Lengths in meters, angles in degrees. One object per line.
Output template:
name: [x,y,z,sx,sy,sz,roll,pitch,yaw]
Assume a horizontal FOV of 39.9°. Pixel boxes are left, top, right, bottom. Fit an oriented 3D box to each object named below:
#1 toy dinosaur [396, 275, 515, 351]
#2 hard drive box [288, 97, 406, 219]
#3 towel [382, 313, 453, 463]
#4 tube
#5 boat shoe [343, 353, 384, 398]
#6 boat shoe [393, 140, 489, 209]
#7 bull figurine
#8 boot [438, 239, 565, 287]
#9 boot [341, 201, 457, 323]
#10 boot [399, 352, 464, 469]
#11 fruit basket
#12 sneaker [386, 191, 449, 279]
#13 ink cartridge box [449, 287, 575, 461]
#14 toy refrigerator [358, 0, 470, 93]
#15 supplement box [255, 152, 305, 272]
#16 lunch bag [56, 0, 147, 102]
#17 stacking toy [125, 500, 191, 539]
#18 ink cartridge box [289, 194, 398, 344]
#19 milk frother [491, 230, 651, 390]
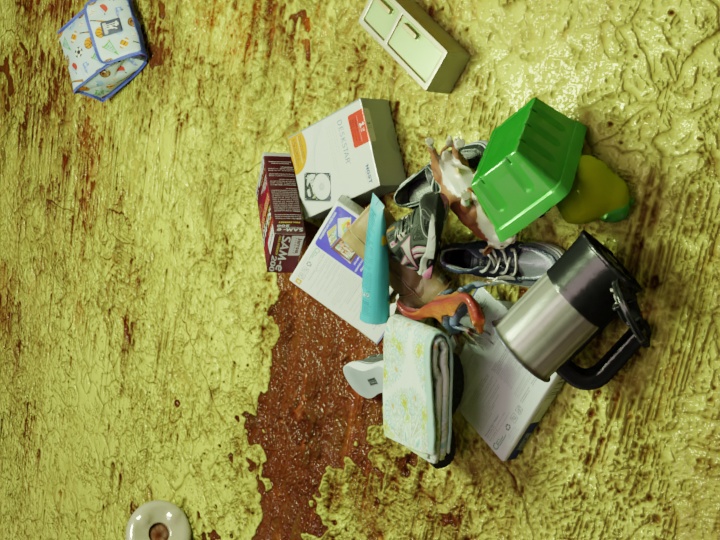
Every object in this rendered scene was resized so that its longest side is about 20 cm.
toy dinosaur: [0.138,0.069,1.493,0.196,0.182,0.107,-5,77,11]
hard drive box: [-0.025,-0.194,1.752,0.198,0.076,0.159,-21,79,43]
towel: [0.084,0.180,1.544,0.171,0.047,0.204,14,105,63]
tube: [0.025,-0.016,1.591,0.077,0.049,0.204,-133,41,-64]
boat shoe: [0.035,0.173,1.727,0.071,0.066,0.200,59,155,-2]
boat shoe: [0.133,-0.152,1.604,0.198,0.067,0.075,-21,78,43]
bull figurine: [0.161,-0.117,1.482,0.065,0.122,0.201,-31,58,-6]
boot: [0.217,-0.010,1.516,0.198,0.089,0.074,4,96,44]
boot: [0.043,0.009,1.659,0.200,0.066,0.175,45,114,1]
boot: [0.100,0.214,1.626,0.130,0.067,0.204,27,117,52]
fruit basket: [0.276,-0.123,1.412,0.155,0.214,0.218,-36,68,38]
sneaker: [0.080,-0.052,1.513,0.085,0.081,0.201,16,149,6]
ink cartridge box: [0.218,0.158,1.564,0.200,0.043,0.198,48,125,35]
toy refrigerator: [0.084,-0.383,1.634,0.201,0.069,0.076,52,126,29]
supplement box: [-0.149,-0.107,1.824,0.110,0.060,0.202,108,156,-48]
lunch bag: [-0.576,-0.511,2.246,0.198,0.123,0.173,-26,75,28]
stacking toy: [-0.472,0.611,2.243,0.200,0.144,0.148,-47,60,56]
ink cartridge box: [0.000,0.000,1.736,0.199,0.043,0.199,36,124,2]
milk frother: [0.293,0.073,1.351,0.181,0.199,0.188,47,107,16]
